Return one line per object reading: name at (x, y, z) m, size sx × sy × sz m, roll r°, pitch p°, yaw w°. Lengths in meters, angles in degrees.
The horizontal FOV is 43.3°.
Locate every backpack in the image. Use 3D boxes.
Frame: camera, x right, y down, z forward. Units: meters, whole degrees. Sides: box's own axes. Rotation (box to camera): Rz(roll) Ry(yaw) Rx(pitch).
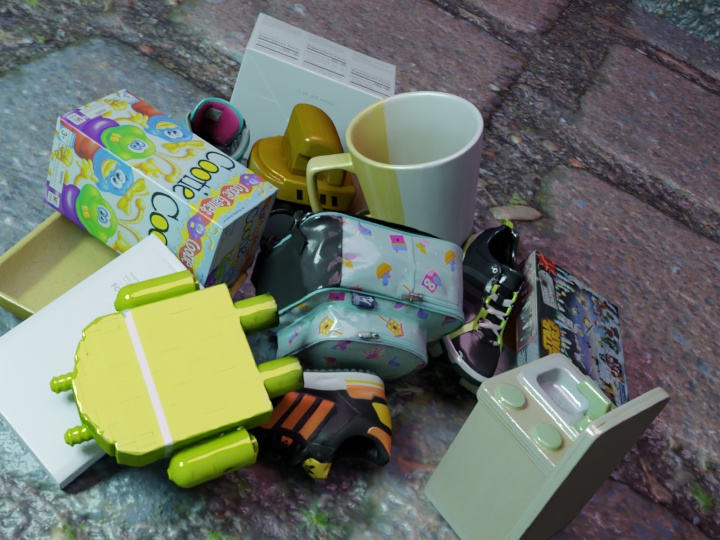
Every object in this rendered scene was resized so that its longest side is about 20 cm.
backpack at (0.008, 0.031, 0.914) m, size 0.197 × 0.175 × 0.156 m, roll 2°, pitch 70°, yaw -30°

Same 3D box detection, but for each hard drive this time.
hard drive at (-0.216, 0.071, 0.780) m, size 0.132 × 0.025 × 0.199 m, roll 45°, pitch 61°, yaw 12°

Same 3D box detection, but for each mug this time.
mug at (0.052, -0.099, 1.020) m, size 0.184 × 0.155 × 0.150 m, roll 14°, pitch 47°, yaw 27°

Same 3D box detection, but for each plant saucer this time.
plant saucer at (-0.236, 0.021, 0.890) m, size 0.198 × 0.049 × 0.201 m, roll 27°, pitch 35°, yaw 2°

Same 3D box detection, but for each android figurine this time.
android figurine at (-0.151, 0.086, 0.748) m, size 0.197 × 0.041 × 0.184 m, roll -18°, pitch 68°, yaw -22°

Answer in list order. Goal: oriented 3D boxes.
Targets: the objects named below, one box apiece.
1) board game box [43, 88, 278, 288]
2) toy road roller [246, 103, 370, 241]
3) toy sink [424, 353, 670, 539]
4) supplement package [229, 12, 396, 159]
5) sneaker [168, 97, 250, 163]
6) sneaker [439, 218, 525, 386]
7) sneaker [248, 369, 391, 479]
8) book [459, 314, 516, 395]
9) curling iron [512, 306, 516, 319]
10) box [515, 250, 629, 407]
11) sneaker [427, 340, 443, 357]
board game box at (-0.200, -0.075, 0.903) m, size 0.198 × 0.106 × 0.103 m, roll 32°, pitch 36°, yaw 11°
toy road roller at (-0.041, -0.111, 1.099) m, size 0.197 × 0.147 × 0.124 m, roll 9°, pitch 38°, yaw -23°
toy sink at (0.166, 0.158, 0.838) m, size 0.129 × 0.202 × 0.112 m, roll -14°, pitch 51°, yaw -42°
supplement package at (-0.071, -0.218, 1.208) m, size 0.197 × 0.157 × 0.112 m, roll 19°, pitch 37°, yaw -10°
sneaker at (-0.190, -0.162, 1.090) m, size 0.083 × 0.122 × 0.201 m, roll 1°, pitch 41°, yaw -31°
sneaker at (0.138, 0.026, 0.992) m, size 0.071 × 0.083 × 0.202 m, roll 26°, pitch 52°, yaw -24°
sneaker at (-0.061, 0.144, 0.815) m, size 0.197 × 0.070 × 0.091 m, roll -1°, pitch 58°, yaw -24°
book at (0.214, 0.110, 1.068) m, size 0.133 × 0.048 × 0.200 m, roll 36°, pitch 37°, yaw 11°
curling iron at (0.222, 0.088, 1.042) m, size 0.049 × 0.026 × 0.201 m, roll -15°, pitch 61°, yaw -27°
box at (0.234, 0.085, 1.004) m, size 0.136 × 0.040 × 0.202 m, roll 31°, pitch 39°, yaw -18°
sneaker at (0.125, 0.051, 1.082) m, size 0.198 × 0.075 × 0.101 m, roll -14°, pitch 74°, yaw -46°
